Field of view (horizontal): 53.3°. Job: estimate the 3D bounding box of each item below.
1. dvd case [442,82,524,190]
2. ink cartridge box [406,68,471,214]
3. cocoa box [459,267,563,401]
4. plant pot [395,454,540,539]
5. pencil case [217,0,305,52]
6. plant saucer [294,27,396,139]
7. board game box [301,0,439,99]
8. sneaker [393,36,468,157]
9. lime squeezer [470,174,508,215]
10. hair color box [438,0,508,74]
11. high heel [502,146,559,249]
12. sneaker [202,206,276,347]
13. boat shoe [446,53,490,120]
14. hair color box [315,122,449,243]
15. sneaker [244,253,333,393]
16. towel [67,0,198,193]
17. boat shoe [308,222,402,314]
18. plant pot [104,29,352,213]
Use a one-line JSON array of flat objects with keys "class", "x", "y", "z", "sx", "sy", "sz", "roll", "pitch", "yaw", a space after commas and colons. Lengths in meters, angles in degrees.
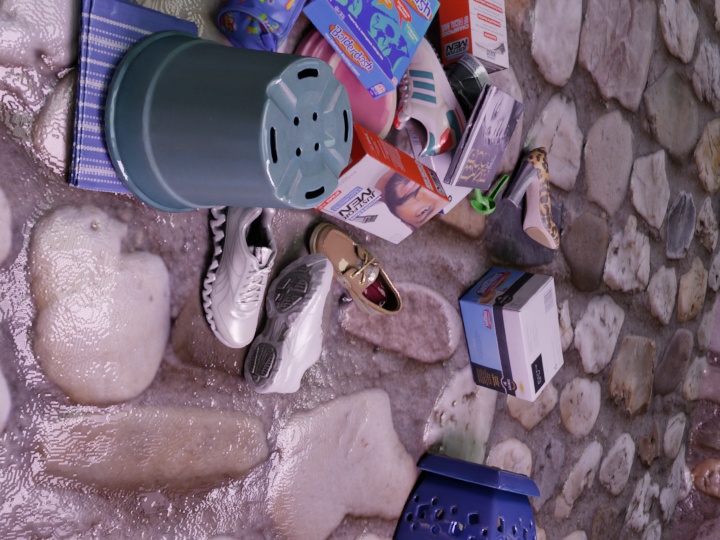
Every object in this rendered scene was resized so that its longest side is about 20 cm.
[{"class": "dvd case", "x": 0.192, "y": -0.196, "z": 1.091, "sx": 0.200, "sy": 0.016, "sz": 0.150, "roll": -8, "pitch": 123, "yaw": -63}, {"class": "ink cartridge box", "x": 0.161, "y": -0.229, "z": 1.207, "sx": 0.200, "sy": 0.040, "sz": 0.201, "roll": -44, "pitch": 128, "yaw": -34}, {"class": "cocoa box", "x": 0.286, "y": 0.117, "z": 1.353, "sx": 0.133, "sy": 0.130, "sz": 0.202, "roll": -37, "pitch": 124, "yaw": -38}, {"class": "plant pot", "x": 0.202, "y": 0.438, "z": 1.288, "sx": 0.199, "sy": 0.199, "sz": 0.182, "roll": 27, "pitch": 71, "yaw": -47}, {"class": "pencil case", "x": -0.089, "y": -0.351, "z": 0.865, "sx": 0.201, "sy": 0.086, "sz": 0.078, "roll": -61, "pitch": 156, "yaw": -18}, {"class": "plant saucer", "x": -0.015, "y": -0.242, "z": 0.999, "sx": 0.200, "sy": 0.051, "sz": 0.203, "roll": -13, "pitch": 108, "yaw": -47}, {"class": "board game box", "x": 0.022, "y": -0.355, "z": 0.965, "sx": 0.152, "sy": 0.045, "sz": 0.201, "roll": 45, "pitch": 51, "yaw": -28}, {"class": "sneaker", "x": 0.081, "y": -0.260, "z": 1.059, "sx": 0.093, "sy": 0.070, "sz": 0.201, "roll": -26, "pitch": 86, "yaw": -8}, {"class": "lime squeezer", "x": 0.227, "y": -0.131, "z": 1.281, "sx": 0.071, "sy": 0.038, "sz": 0.200, "roll": -55, "pitch": 163, "yaw": 22}, {"class": "hair color box", "x": 0.177, "y": -0.422, "z": 1.141, "sx": 0.110, "sy": 0.064, "sz": 0.202, "roll": -2, "pitch": 87, "yaw": -48}, {"class": "high heel", "x": 0.373, "y": -0.143, "z": 1.438, "sx": 0.200, "sy": 0.071, "sz": 0.143, "roll": 41, "pitch": 74, "yaw": -35}, {"class": "sneaker", "x": -0.144, "y": 0.001, "z": 0.884, "sx": 0.075, "sy": 0.081, "sz": 0.202, "roll": -9, "pitch": 106, "yaw": -49}, {"class": "boat shoe", "x": 0.178, "y": -0.258, "z": 1.138, "sx": 0.068, "sy": 0.072, "sz": 0.200, "roll": -43, "pitch": 153, "yaw": 2}, {"class": "hair color box", "x": 0.023, "y": -0.115, "z": 1.004, "sx": 0.199, "sy": 0.111, "sz": 0.064, "roll": 18, "pitch": 42, "yaw": -49}, {"class": "sneaker", "x": -0.084, "y": 0.075, "z": 0.982, "sx": 0.099, "sy": 0.078, "sz": 0.201, "roll": 29, "pitch": 85, "yaw": -54}, {"class": "towel", "x": -0.244, "y": -0.184, "z": 0.779, "sx": 0.144, "sy": 0.024, "sz": 0.202, "roll": -2, "pitch": 101, "yaw": -51}, {"class": "boat shoe", "x": 0.000, "y": 0.000, "z": 1.054, "sx": 0.200, "sy": 0.066, "sz": 0.074, "roll": 45, "pitch": 65, "yaw": -43}, {"class": "plant pot", "x": -0.126, "y": -0.150, "z": 0.760, "sx": 0.200, "sy": 0.195, "sz": 0.202, "roll": -22, "pitch": 117, "yaw": -53}]
